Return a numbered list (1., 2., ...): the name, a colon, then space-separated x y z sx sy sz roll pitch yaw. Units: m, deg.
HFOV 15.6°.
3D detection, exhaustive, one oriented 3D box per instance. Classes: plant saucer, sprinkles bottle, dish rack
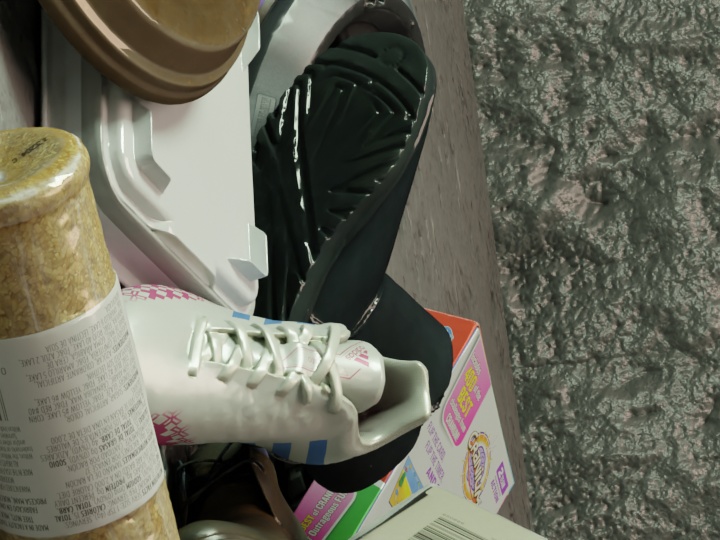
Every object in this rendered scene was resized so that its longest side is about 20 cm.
1. plant saucer: -0.097 -0.169 1.108 0.200 0.029 0.201 41 40 -46
2. sprinkles bottle: -0.105 0.053 0.912 0.068 0.068 0.201 -82 162 -64
3. dish rack: -0.086 -0.080 1.172 0.172 0.043 0.201 49 32 -55

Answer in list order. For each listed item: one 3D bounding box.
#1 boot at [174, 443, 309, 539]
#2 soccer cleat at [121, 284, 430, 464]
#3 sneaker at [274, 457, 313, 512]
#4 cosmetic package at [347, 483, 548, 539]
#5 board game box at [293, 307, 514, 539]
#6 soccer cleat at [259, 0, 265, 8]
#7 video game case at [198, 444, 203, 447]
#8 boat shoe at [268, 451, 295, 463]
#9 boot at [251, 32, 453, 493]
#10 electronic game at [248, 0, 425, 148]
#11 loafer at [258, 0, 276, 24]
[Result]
1. boot: -0.068 0.116 1.202 0.097 0.074 0.200 64 3 17
2. soccer cleat: -0.043 0.041 1.127 0.200 0.086 0.070 16 66 -56
3. sneaker: -0.015 0.120 1.578 0.079 0.075 0.200 53 -3 32
4. cosmetic package: 0.017 0.215 1.256 0.105 0.071 0.201 -26 136 -58
5. board game box: 0.019 0.146 1.501 0.200 0.040 0.154 -57 149 -33
6. soccer cleat: -0.094 -0.199 1.241 0.077 0.066 0.201 -94 166 -62
7. video game case: -0.085 -0.043 1.328 0.182 0.023 0.201 -86 166 -59
8. boat shoe: -0.031 0.004 1.467 0.068 0.071 0.201 114 -19 -62
9. boot: 0.000 0.000 1.306 0.201 0.076 0.168 -63 150 -8
10. electronic game: -0.019 -0.067 1.369 0.200 0.041 0.201 -43 140 -50
11. loafer: -0.061 -0.140 1.418 0.200 0.071 0.063 -120 -149 -84
